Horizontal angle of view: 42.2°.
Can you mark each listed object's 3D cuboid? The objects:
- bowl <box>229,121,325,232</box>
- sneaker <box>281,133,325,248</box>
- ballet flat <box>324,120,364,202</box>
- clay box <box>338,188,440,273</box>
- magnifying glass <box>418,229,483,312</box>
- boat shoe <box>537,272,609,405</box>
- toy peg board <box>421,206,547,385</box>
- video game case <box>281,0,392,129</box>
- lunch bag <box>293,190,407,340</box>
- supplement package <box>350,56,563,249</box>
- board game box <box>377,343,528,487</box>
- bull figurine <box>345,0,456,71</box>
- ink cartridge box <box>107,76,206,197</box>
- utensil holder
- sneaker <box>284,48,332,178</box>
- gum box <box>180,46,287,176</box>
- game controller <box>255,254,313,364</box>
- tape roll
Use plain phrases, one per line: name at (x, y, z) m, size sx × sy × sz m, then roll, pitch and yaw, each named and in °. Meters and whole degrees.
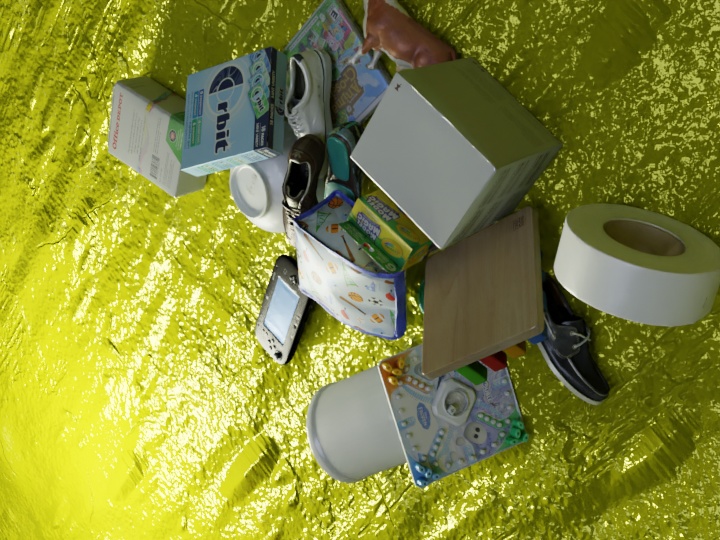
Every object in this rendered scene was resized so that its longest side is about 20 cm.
bowl at (-0.159, -0.147, 1.583) m, size 0.199 × 0.090 × 0.205 m, roll 21°, pitch 123°, yaw 36°
sneaker at (-0.103, -0.114, 1.474) m, size 0.069 × 0.076 × 0.204 m, roll 18°, pitch 124°, yaw 17°
ballet flat at (-0.018, -0.155, 1.487) m, size 0.074 × 0.074 × 0.202 m, roll 38°, pitch 148°, yaw 22°
clay box at (0.068, -0.071, 1.365) m, size 0.115 × 0.199 × 0.048 m, roll 42°, pitch 127°, yaw 17°
magnifying glass at (0.153, 0.005, 1.443) m, size 0.080 × 0.022 × 0.201 m, roll 47°, pitch 128°, yaw 16°
boat shoe at (0.295, 0.098, 1.328) m, size 0.067 × 0.071 × 0.202 m, roll -41°, pitch 76°, yaw 40°
toy peg board at (0.193, 0.050, 1.320) m, size 0.197 × 0.203 × 0.097 m, roll -28°, pitch 133°, yaw 36°
video game case at (-0.053, -0.306, 1.497) m, size 0.199 × 0.022 × 0.184 m, roll -39°, pitch 80°, yaw 40°
lunch bag at (0.000, 0.000, 1.471) m, size 0.199 × 0.123 × 0.172 m, roll 38°, pitch 151°, yaw 30°
supplement package at (0.132, -0.166, 1.281) m, size 0.191 × 0.199 × 0.148 m, roll 46°, pitch 128°, yaw 16°
board game box at (0.145, 0.201, 1.414) m, size 0.026 × 0.196 × 0.204 m, roll -179°, pitch 70°, yaw -75°
bull figurine at (0.050, -0.334, 1.371) m, size 0.200 × 0.065 × 0.122 m, roll 43°, pitch 121°, yaw 17°
ink cartridge box at (-0.372, -0.251, 1.731) m, size 0.198 × 0.087 × 0.148 m, roll 31°, pitch 122°, yaw 24°
utensil holder at (0.035, 0.239, 1.526) m, size 0.198 × 0.169 × 0.173 m, roll -28°, pitch 88°, yaw 39°
sneaker at (-0.088, -0.246, 1.478) m, size 0.072 × 0.070 × 0.205 m, roll 18°, pitch 114°, yaw 52°
gum box at (-0.210, -0.260, 1.544) m, size 0.197 × 0.044 × 0.174 m, roll -9°, pitch 73°, yaw 36°
game controller at (-0.138, 0.071, 1.687) m, size 0.104 × 0.042 × 0.203 m, roll 36°, pitch 124°, yaw 23°
tape roll at (0.346, -0.011, 1.164) m, size 0.200 × 0.201 × 0.072 m, roll 26°, pitch 120°, yaw 29°
